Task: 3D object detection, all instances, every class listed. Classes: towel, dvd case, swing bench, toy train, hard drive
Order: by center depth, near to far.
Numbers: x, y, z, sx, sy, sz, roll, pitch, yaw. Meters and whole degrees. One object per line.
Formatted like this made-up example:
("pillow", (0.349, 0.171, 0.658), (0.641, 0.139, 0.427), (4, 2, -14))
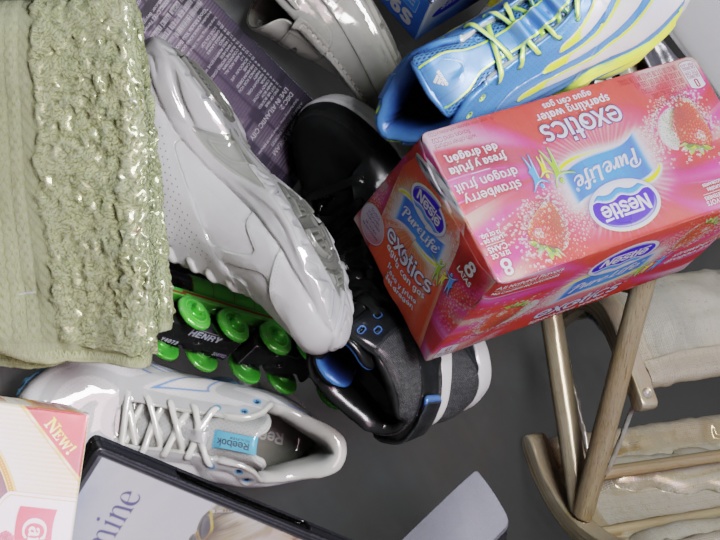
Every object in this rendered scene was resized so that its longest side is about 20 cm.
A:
("towel", (-0.174, -0.047, 1.122), (0.148, 0.036, 0.201), (-1, 97, 11))
("dvd case", (-0.103, 0.185, 1.203), (0.199, 0.018, 0.143), (26, 105, -30))
("dvd case", (-0.108, -0.078, 1.219), (0.200, 0.016, 0.149), (43, 71, -26))
("toy train", (-0.048, 0.039, 1.226), (0.199, 0.042, 0.057), (20, 38, -41))
("hard drive", (0.015, 0.221, 1.254), (0.200, 0.042, 0.135), (-43, 154, -24))
("swing bench", (0.217, 0.071, 1.367), (0.198, 0.130, 0.201), (-4, 100, -32))

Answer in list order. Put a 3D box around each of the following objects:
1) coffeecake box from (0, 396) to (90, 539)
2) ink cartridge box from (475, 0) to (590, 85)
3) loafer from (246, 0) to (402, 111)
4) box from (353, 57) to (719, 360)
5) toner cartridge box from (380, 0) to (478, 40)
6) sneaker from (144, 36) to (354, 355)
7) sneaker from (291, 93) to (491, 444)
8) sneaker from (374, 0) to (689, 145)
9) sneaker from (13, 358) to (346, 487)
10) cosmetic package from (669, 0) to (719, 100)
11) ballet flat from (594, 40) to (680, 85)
("coffeecake box", (-0.249, 0.133, 1.081), (0.199, 0.073, 0.154), (8, 88, -15))
("ink cartridge box", (0.117, -0.146, 1.265), (0.068, 0.200, 0.115), (44, 30, 7))
("loafer", (-0.033, -0.157, 1.240), (0.070, 0.070, 0.200), (-31, 114, 5))
("box", (0.111, -0.036, 1.179), (0.199, 0.100, 0.096), (-18, 72, -32))
("toner cartridge box", (0.082, -0.228, 1.289), (0.200, 0.043, 0.095), (-35, 76, -26))
("sneaker", (-0.083, -0.024, 1.159), (0.099, 0.078, 0.200), (-39, 74, 8))
("sneaker", (0.000, 0.000, 1.202), (0.112, 0.073, 0.201), (-27, 91, -54))
("sneaker", (0.089, -0.117, 1.160), (0.076, 0.200, 0.105), (56, 32, -2))
("sneaker", (-0.095, 0.086, 1.196), (0.199, 0.087, 0.075), (6, 91, -31))
("cosmetic package", (0.321, -0.187, 1.345), (0.165, 0.199, 0.165), (50, 43, -24))
("ballet flat", (0.164, -0.132, 1.355), (0.073, 0.073, 0.201), (-33, 103, -26))
